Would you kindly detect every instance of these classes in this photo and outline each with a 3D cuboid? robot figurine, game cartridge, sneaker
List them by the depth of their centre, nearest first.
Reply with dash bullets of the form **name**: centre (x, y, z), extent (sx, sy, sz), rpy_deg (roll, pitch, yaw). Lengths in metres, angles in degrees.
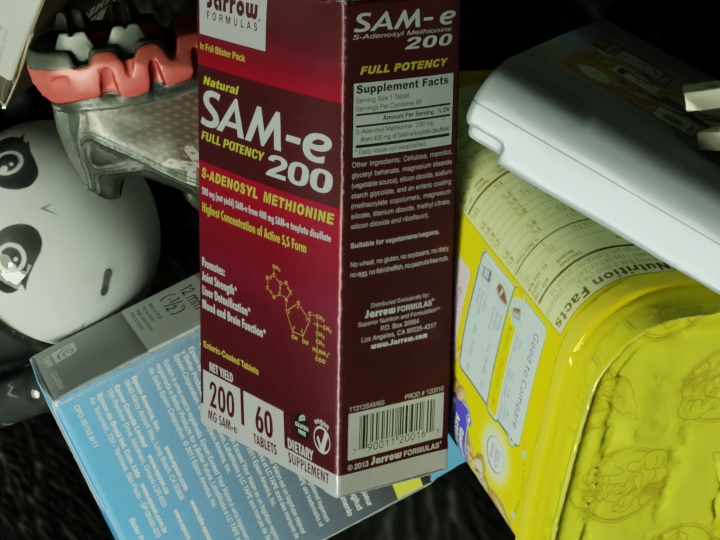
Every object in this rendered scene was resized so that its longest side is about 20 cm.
- **game cartridge**: centre (0.125, -0.046, 0.776), extent (0.133, 0.200, 0.042), rpy_deg (27, 109, 11)
- **sneaker**: centre (-0.045, -0.078, 0.898), extent (0.200, 0.071, 0.098), rpy_deg (-9, 111, -3)
- **robot figurine**: centre (-0.199, -0.008, 1.064), extent (0.200, 0.125, 0.150), rpy_deg (-15, 119, 41)

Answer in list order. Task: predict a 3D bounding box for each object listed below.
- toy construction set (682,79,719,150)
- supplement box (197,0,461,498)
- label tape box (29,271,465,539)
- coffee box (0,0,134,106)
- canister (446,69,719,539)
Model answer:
- **toy construction set**: centre (0.174, -0.135, 0.704), extent (0.092, 0.131, 0.200), rpy_deg (13, 112, 26)
- **supplement box**: centre (-0.016, -0.021, 0.815), extent (0.109, 0.061, 0.200), rpy_deg (20, 114, 51)
- **label tape box**: centre (-0.048, 0.068, 1.020), extent (0.066, 0.200, 0.143), rpy_deg (40, 155, 61)
- **coffee box**: centre (-0.203, -0.186, 0.941), extent (0.200, 0.113, 0.080), rpy_deg (37, 136, 5)
- **canister**: centre (0.078, 0.023, 0.813), extent (0.200, 0.086, 0.149), rpy_deg (-124, 35, -50)
